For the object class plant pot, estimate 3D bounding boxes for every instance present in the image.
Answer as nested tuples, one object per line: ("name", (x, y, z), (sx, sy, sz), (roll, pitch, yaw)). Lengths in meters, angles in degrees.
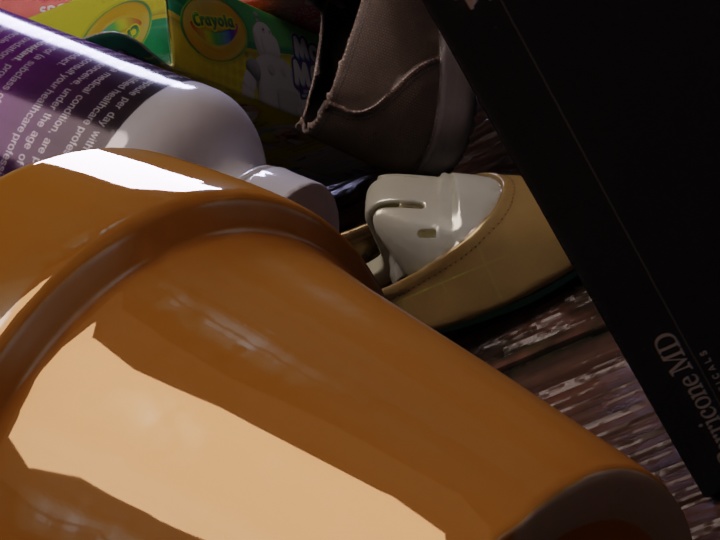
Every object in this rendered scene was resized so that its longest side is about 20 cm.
("plant pot", (-0.020, 0.085, 0.541), (0.182, 0.201, 0.200), (18, 53, 38))

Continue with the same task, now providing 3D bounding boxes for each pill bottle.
("pill bottle", (-0.112, -0.027, 0.719), (0.199, 0.113, 0.113), (22, 52, 22))

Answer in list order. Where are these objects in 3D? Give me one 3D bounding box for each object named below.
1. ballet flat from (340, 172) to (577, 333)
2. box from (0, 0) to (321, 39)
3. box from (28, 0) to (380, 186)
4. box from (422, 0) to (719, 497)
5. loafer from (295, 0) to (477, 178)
("ballet flat", (0.000, 0.000, 0.783), (0.199, 0.063, 0.069), (-24, 28, 16))
("box", (-0.103, -0.133, 0.906), (0.198, 0.103, 0.095), (-8, 74, 9))
("box", (-0.080, -0.072, 0.866), (0.117, 0.200, 0.049), (-15, 74, 30))
("box", (0.136, -0.066, 0.592), (0.181, 0.201, 0.104), (-24, 28, 14))
("loafer", (0.004, -0.135, 0.806), (0.073, 0.070, 0.202), (139, 130, -63))
